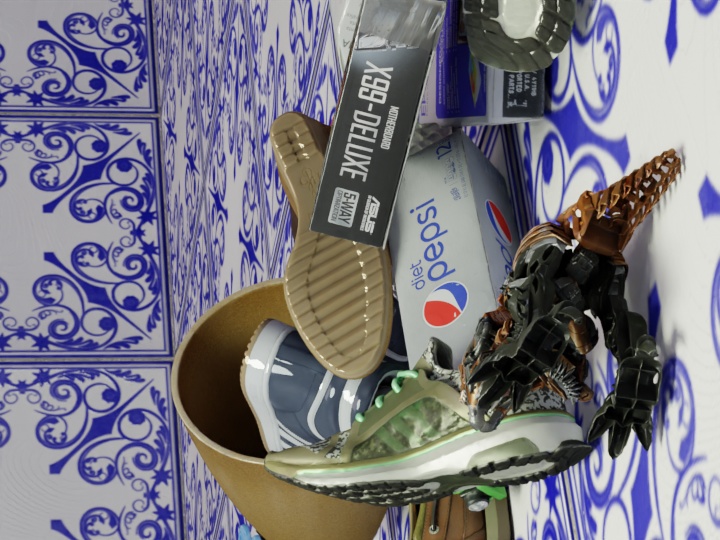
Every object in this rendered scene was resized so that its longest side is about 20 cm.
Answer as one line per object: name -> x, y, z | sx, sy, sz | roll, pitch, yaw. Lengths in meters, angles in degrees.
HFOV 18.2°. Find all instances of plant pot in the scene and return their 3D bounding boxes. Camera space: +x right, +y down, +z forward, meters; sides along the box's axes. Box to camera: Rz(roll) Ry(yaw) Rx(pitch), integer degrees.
plant pot -> -0.042, 0.140, 1.783 | 0.200, 0.186, 0.186 | 82, 179, -46

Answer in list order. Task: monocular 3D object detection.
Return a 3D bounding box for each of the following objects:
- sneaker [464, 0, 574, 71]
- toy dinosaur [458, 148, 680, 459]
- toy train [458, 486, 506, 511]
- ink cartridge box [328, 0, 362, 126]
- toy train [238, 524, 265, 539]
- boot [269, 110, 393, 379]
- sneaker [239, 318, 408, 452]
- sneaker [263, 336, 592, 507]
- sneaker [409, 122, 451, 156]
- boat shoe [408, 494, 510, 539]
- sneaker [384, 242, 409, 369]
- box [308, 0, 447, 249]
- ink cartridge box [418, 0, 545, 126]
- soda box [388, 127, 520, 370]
sneaker -> 0.094, -0.222, 1.299 | 0.089, 0.077, 0.200 | -83, 1, -66
toy dinosaur -> 0.104, 0.016, 1.188 | 0.136, 0.102, 0.200 | -91, 6, -50
toy train -> 0.069, 0.065, 1.492 | 0.056, 0.042, 0.200 | -31, 53, 25
ink cartridge box -> -0.011, -0.181, 1.782 | 0.163, 0.057, 0.200 | -100, 32, -70
toy train -> -0.066, 0.305, 2.168 | 0.200, 0.087, 0.114 | -155, 56, -76
boot -> 0.000, 0.000, 1.503 | 0.166, 0.072, 0.200 | 48, -156, -62
sneaker -> -0.011, 0.101, 1.552 | 0.200, 0.108, 0.070 | 65, -134, -66
sneaker -> 0.037, 0.086, 1.322 | 0.077, 0.200, 0.089 | 36, -134, -62
sneaker -> 0.031, -0.171, 1.662 | 0.100, 0.069, 0.200 | -133, 45, -84
boat shoe -> 0.055, 0.117, 1.528 | 0.072, 0.068, 0.200 | 100, 166, -48
sneaker -> 0.004, 0.023, 1.687 | 0.109, 0.070, 0.200 | -62, 20, 12
box -> 0.016, -0.125, 1.383 | 0.200, 0.050, 0.158 | -79, 4, -68
ink cartridge box -> 0.079, -0.193, 1.467 | 0.200, 0.043, 0.198 | -164, 74, -77
soda box -> 0.065, 0.010, 1.419 | 0.063, 0.068, 0.200 | 43, -154, -42
